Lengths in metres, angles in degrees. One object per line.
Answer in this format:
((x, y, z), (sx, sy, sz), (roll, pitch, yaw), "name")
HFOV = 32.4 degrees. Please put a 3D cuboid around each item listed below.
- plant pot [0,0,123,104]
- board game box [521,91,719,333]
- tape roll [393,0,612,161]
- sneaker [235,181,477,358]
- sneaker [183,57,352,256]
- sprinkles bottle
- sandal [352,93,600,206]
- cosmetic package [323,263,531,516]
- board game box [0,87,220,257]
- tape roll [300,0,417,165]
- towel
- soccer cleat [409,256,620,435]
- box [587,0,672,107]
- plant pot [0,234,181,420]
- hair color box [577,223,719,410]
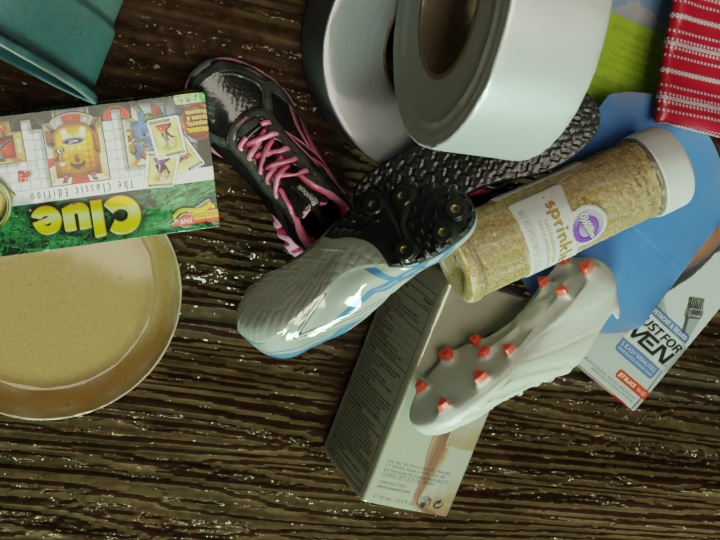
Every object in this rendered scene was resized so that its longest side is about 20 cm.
((-0.215, -0.240, 0.796), (0.200, 0.200, 0.196), (29, 89, -25), "plant pot")
((0.209, -0.048, 1.028), (0.158, 0.039, 0.200), (37, 89, -24), "board game box")
((0.090, -0.178, 0.835), (0.071, 0.202, 0.203), (6, 105, -19), "tape roll")
((0.000, 0.000, 0.917), (0.200, 0.072, 0.072), (-30, 153, 16), "sneaker")
((-0.058, -0.077, 0.949), (0.079, 0.095, 0.200), (-39, 114, 0), "sneaker")
((0.156, -0.044, 0.950), (0.200, 0.068, 0.068), (-24, 114, -12), "sprinkles bottle")
((0.086, -0.089, 0.951), (0.200, 0.045, 0.075), (-26, 89, 5), "sandal")
((0.054, 0.090, 1.038), (0.087, 0.103, 0.200), (15, 103, -26), "cosmetic package")
((-0.206, -0.069, 0.901), (0.200, 0.023, 0.105), (-9, 112, -10), "board game box")
((0.057, -0.175, 0.971), (0.200, 0.066, 0.201), (-6, 108, -18), "tape roll")
((0.313, -0.207, 1.007), (0.144, 0.022, 0.200), (9, 93, -25), "towel")
((0.127, 0.069, 0.968), (0.200, 0.069, 0.078), (-40, 123, -10), "soccer cleat")
((0.244, -0.204, 1.036), (0.122, 0.048, 0.200), (17, 101, -24), "box")
((-0.239, 0.018, 0.954), (0.200, 0.027, 0.200), (-6, 110, -17), "plant pot")
((0.260, 0.012, 1.105), (0.111, 0.064, 0.200), (38, 91, -24), "hair color box")
